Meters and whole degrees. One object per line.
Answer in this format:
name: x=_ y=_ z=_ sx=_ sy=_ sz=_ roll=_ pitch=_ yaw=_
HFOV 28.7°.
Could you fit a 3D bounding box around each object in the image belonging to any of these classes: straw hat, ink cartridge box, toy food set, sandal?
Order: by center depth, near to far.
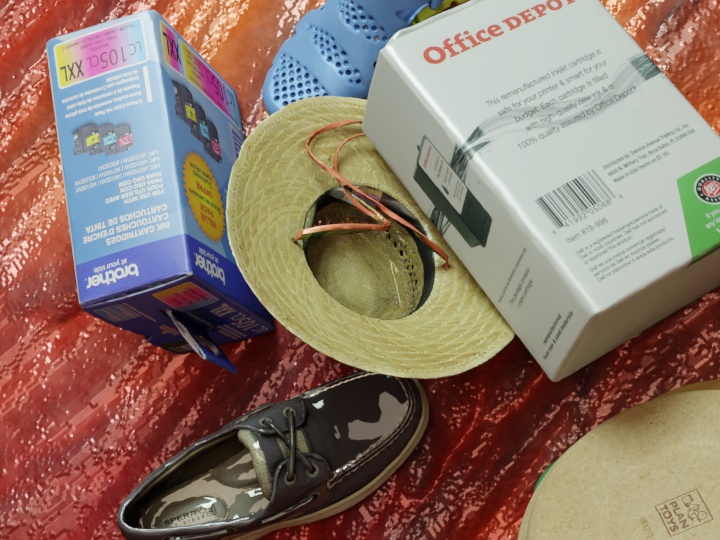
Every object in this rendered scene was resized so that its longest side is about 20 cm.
toy food set: x=0.170 y=0.139 z=0.725 sx=0.197 sy=0.049 sz=0.200 roll=-33 pitch=37 yaw=-9
ink cartridge box: x=0.114 y=-0.061 z=0.806 sx=0.146 sy=0.083 sz=0.201 roll=-26 pitch=68 yaw=-25
straw hat: x=0.000 y=0.000 z=0.835 sx=0.199 sy=0.085 sz=0.203 roll=12 pitch=50 yaw=-15
ink cartridge box: x=-0.116 y=-0.034 z=0.850 sx=0.076 sy=0.136 sz=0.202 roll=-14 pitch=72 yaw=14
sandal: x=0.009 y=-0.171 z=0.888 sx=0.079 sy=0.087 sz=0.200 roll=40 pitch=88 yaw=18

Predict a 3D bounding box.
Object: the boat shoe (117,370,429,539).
boat shoe: x=-0.052 y=0.116 z=0.831 sx=0.199 sy=0.065 sz=0.072 roll=-26 pitch=69 yaw=4
